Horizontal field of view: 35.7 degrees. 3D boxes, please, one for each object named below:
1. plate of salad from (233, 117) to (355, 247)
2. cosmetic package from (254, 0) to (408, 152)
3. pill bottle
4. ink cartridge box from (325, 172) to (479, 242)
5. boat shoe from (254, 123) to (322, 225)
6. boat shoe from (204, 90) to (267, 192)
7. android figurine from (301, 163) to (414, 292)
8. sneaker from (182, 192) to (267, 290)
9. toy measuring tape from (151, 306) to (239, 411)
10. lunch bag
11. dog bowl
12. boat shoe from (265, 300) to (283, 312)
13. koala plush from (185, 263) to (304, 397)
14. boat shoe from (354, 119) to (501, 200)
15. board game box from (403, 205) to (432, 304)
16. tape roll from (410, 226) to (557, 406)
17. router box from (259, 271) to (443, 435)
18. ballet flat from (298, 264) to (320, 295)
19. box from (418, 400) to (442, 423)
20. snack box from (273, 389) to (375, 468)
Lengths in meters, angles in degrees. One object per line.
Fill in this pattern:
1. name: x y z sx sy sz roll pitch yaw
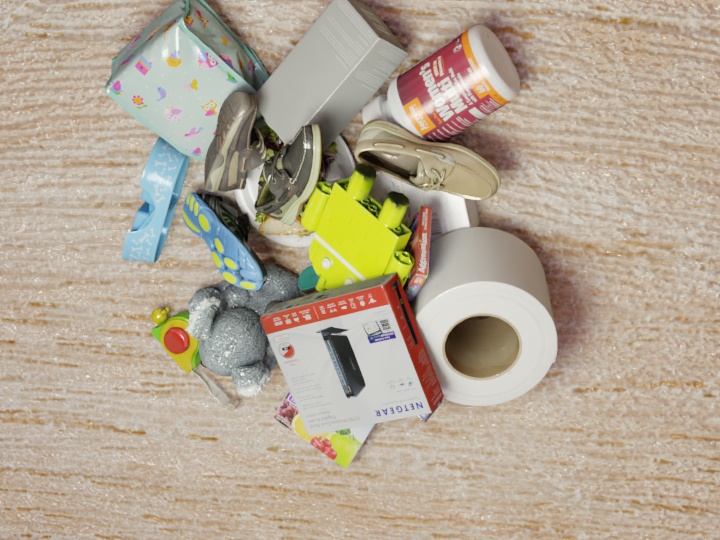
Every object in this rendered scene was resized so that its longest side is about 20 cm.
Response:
1. plate of salad: -0.101 -0.130 1.630 0.197 0.048 0.203 5 107 17
2. cosmetic package: -0.044 -0.263 1.526 0.200 0.090 0.107 -47 62 21
3. pill bottle: 0.106 -0.232 1.497 0.199 0.110 0.110 -30 95 27
4. ink cartridge box: 0.057 -0.096 1.576 0.197 0.068 0.118 -8 106 19
5. boat shoe: -0.099 -0.126 1.496 0.065 0.073 0.201 5 152 -15
6. boat shoe: -0.168 -0.180 1.569 0.072 0.075 0.200 6 151 -18
7. android figurine: -0.006 -0.035 1.480 0.182 0.041 0.201 43 128 22
8. sneaker: -0.187 -0.051 1.630 0.200 0.082 0.071 49 133 36
9. toy measuring tape: -0.249 0.128 1.743 0.200 0.074 0.074 46 114 1
10. lunch bag: -0.233 -0.265 1.592 0.170 0.123 0.200 -35 123 23
11. dog bowl: -0.305 -0.101 1.676 0.049 0.112 0.202 19 111 -4
12. boat shoe: -0.073 0.113 1.607 0.070 0.066 0.200 -46 126 -3
13. koala plush: -0.174 0.089 1.635 0.183 0.200 0.178 -33 93 23
14. boat shoe: 0.087 -0.132 1.465 0.198 0.065 0.073 22 135 -2
15. board game box: 0.059 0.007 1.526 0.019 0.104 0.200 10 150 -10
16. tape roll: 0.161 0.063 1.517 0.200 0.140 0.205 1 123 2
17. router box: -0.011 0.113 1.468 0.198 0.049 0.181 -15 103 30
18. ballet flat: 0.000 0.000 1.572 0.198 0.069 0.067 -16 143 41
19. box: 0.029 0.129 1.564 0.199 0.137 0.038 41 92 6
20. snack box: -0.026 0.178 1.691 0.141 0.053 0.201 33 111 5
